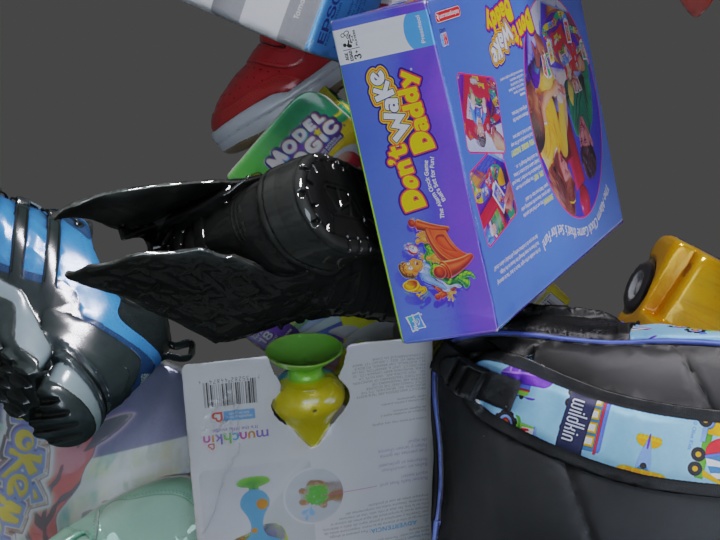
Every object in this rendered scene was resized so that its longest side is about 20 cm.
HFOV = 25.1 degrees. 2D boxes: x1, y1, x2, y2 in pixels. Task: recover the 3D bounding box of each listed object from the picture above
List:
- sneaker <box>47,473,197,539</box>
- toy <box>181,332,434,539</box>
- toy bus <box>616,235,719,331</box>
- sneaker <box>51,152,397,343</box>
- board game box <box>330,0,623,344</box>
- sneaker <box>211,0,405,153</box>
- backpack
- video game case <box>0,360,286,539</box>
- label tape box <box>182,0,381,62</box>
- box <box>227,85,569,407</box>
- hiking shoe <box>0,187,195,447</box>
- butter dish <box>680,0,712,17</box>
[{"bbox_3d":[-0.140,0.162,0.733,0.200,0.118,0.074,-36,82,-10],"label":"sneaker"},{"bbox_3d":[-0.023,0.120,0.771,0.114,0.047,0.202,-6,117,-9],"label":"toy"},{"bbox_3d":[0.148,0.087,0.851,0.065,0.078,0.202,25,97,-11],"label":"toy bus"},{"bbox_3d":[-0.032,-0.004,0.708,0.103,0.199,0.061,-22,68,24],"label":"sneaker"},{"bbox_3d":[0.061,-0.062,0.730,0.044,0.200,0.136,-8,100,26],"label":"board game box"},{"bbox_3d":[-0.019,-0.156,0.787,0.200,0.071,0.113,-42,107,-5],"label":"sneaker"},{"bbox_3d":[0.135,0.108,0.741,0.198,0.134,0.185,0,92,12],"label":"backpack"},{"bbox_3d":[-0.134,0.139,0.808,0.180,0.023,0.202,21,78,0],"label":"video game case"},{"bbox_3d":[-0.069,-0.197,0.733,0.199,0.066,0.145,25,101,18],"label":"label tape box"},{"bbox_3d":[0.000,0.000,0.792,0.117,0.048,0.200,-48,129,6],"label":"box"},{"bbox_3d":[-0.178,-0.007,0.800,0.087,0.074,0.200,-38,84,-34],"label":"hiking shoe"},{"bbox_3d":[0.114,-0.234,0.747,0.146,0.199,0.202,10,92,18],"label":"butter dish"}]
